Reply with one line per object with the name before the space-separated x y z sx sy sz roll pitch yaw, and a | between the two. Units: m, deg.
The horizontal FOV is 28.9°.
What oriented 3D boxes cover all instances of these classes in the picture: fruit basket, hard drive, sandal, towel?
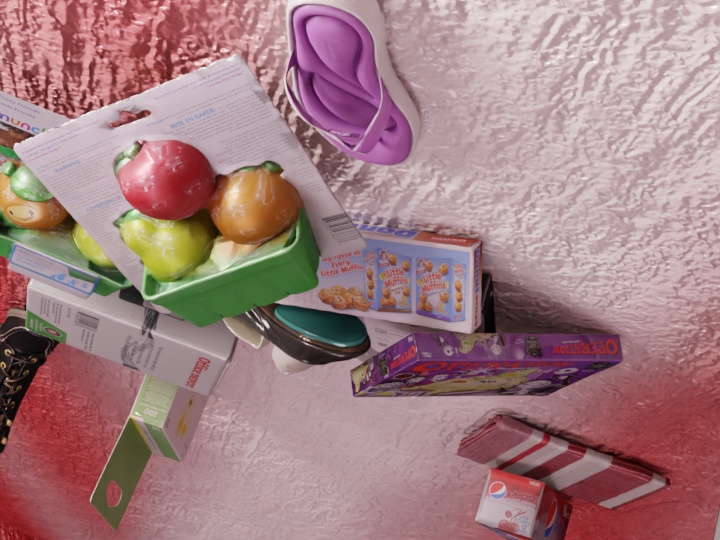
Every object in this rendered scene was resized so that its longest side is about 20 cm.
fruit basket | -0.228 -0.054 1.131 0.184 0.094 0.200 23 154 -13
hard drive | 0.049 0.044 1.227 0.139 0.038 0.200 13 159 12
sandal | -0.014 -0.111 0.888 0.082 0.050 0.203 11 157 17
towel | 0.216 0.207 1.506 0.198 0.023 0.144 21 158 -8
fruit basket | -0.118 -0.057 1.012 0.184 0.094 0.201 -19 128 19

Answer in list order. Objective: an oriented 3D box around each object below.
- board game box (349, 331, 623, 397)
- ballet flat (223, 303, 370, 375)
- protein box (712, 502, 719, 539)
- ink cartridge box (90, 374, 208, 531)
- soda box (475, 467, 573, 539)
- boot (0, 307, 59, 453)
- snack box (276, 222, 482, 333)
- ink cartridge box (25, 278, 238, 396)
board game box | 0.105 0.080 1.168 0.198 0.033 0.120 2 156 -26
ballet flat | -0.067 0.043 1.204 0.199 0.068 0.069 32 127 36
protein box | 0.397 0.219 1.152 0.197 0.201 0.135 13 158 12
ink cartridge box | -0.229 0.188 1.558 0.048 0.201 0.146 16 158 9
soda box | 0.190 0.277 1.589 0.069 0.064 0.200 13 168 20
boot | -0.412 0.130 1.625 0.073 0.152 0.200 27 157 -23
snack box | 0.000 0.000 1.119 0.198 0.073 0.024 8 -159 22
ink cartridge box | -0.214 0.037 1.345 0.199 0.084 0.147 22 158 -8
